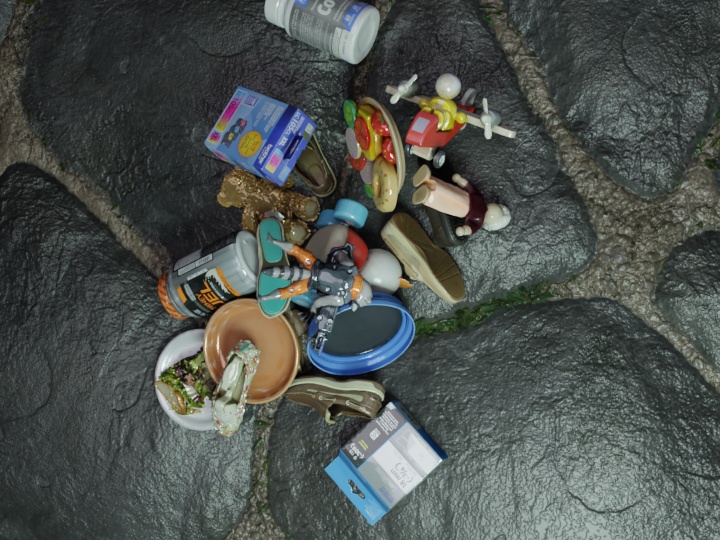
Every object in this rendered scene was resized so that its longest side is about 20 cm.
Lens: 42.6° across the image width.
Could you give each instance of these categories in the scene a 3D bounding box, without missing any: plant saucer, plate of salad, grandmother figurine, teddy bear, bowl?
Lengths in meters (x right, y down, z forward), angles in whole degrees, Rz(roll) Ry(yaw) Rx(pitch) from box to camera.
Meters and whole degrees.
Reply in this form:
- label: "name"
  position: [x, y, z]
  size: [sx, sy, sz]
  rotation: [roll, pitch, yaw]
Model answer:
- label: "plant saucer"
  position: [-0.201, 0.149, 1.738]
  size: [0.200, 0.037, 0.201]
  rotation: [3, 98, 21]
- label: "plate of salad"
  position: [-0.318, 0.215, 1.818]
  size: [0.200, 0.048, 0.201]
  rotation: [-1, 86, 15]
- label: "grandmother figurine"
  position: [0.186, -0.116, 1.648]
  size: [0.061, 0.200, 0.122]
  rotation: [-17, 62, 56]
- label: "teddy bear"
  position: [-0.175, -0.128, 1.797]
  size: [0.199, 0.067, 0.145]
  rotation: [9, 99, 8]
- label: "bowl"
  position: [-0.002, 0.114, 1.676]
  size: [0.200, 0.201, 0.039]
  rotation: [-28, 48, 11]

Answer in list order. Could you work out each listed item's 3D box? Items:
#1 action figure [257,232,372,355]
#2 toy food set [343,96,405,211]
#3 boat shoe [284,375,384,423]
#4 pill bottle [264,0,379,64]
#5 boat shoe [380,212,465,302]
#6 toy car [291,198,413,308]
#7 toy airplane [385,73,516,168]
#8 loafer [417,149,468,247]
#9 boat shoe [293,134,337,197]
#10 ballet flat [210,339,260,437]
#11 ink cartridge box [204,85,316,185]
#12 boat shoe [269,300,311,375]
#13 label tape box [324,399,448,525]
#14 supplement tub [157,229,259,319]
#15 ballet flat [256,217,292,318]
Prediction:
- label: "action figure"
  position: [-0.073, 0.039, 1.545]
  size: [0.193, 0.105, 0.201]
  rotation: [9, 84, -7]
- label: "toy food set"
  position: [0.024, -0.217, 1.690]
  size: [0.049, 0.198, 0.200]
  rotation: [-16, 122, -18]
- label: "boat shoe"
  position: [-0.057, 0.241, 1.705]
  size: [0.202, 0.075, 0.075]
  rotation: [-4, 56, 29]
- label: "pill bottle"
  position: [-0.074, -0.481, 1.756]
  size: [0.200, 0.114, 0.114]
  rotation: [26, 94, 14]
- label: "boat shoe"
  position: [0.116, -0.016, 1.715]
  size: [0.200, 0.071, 0.065]
  rotation: [53, 135, 11]
- label: "toy car"
  position: [0.000, 0.000, 1.712]
  size: [0.200, 0.177, 0.185]
  rotation: [26, 72, -16]
- label: "toy airplane"
  position: [0.159, -0.287, 1.642]
  size: [0.199, 0.199, 0.141]
  rotation: [-4, 129, -11]
- label: "loafer"
  position: [0.136, -0.132, 1.704]
  size: [0.071, 0.073, 0.200]
  rotation: [-27, 68, 41]
- label: "boat shoe"
  position: [-0.115, -0.234, 1.773]
  size: [0.075, 0.075, 0.202]
  rotation: [-40, 79, 9]
- label: "ballet flat"
  position: [-0.243, 0.221, 1.711]
  size: [0.075, 0.064, 0.200]
  rotation: [21, 105, 17]
- label: "ink cartridge box"
  position: [-0.176, -0.249, 1.729]
  size: [0.200, 0.076, 0.137]
  rotation: [26, 84, 33]
- label: "boat shoe"
  position: [-0.129, 0.104, 1.769]
  size: [0.072, 0.072, 0.201]
  rotation: [4, 98, 10]
- label: "label tape box"
  position: [0.040, 0.360, 1.711]
  size: [0.200, 0.063, 0.144]
  rotation: [-44, 77, 8]
- label: "supplement tub"
  position: [-0.281, 0.013, 1.773]
  size: [0.200, 0.122, 0.123]
  rotation: [-25, 81, 21]
- label: "ballet flat"
  position: [-0.158, 0.000, 1.716]
  size: [0.067, 0.062, 0.200]
  rotation: [-1, 68, -2]
